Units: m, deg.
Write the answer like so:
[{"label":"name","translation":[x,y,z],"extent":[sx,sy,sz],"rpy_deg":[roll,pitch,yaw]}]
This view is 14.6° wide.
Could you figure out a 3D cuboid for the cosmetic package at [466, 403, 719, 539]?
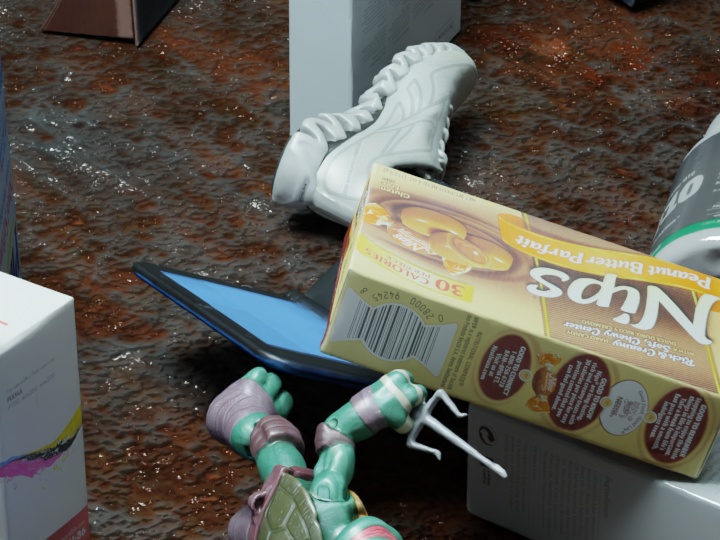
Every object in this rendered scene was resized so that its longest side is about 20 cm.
[{"label":"cosmetic package","translation":[0.162,0.108,1.447],"extent":[0.199,0.072,0.101],"rpy_deg":[21,36,33]}]

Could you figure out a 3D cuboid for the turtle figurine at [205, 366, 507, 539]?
[{"label":"turtle figurine","translation":[-0.009,0.119,1.353],"extent":[0.100,0.151,0.200],"rpy_deg":[1,11,-29]}]

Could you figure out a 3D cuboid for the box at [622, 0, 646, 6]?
[{"label":"box","translation":[0.179,-0.334,2.037],"extent":[0.200,0.197,0.117],"rpy_deg":[36,41,23]}]

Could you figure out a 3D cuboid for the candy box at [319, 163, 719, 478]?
[{"label":"candy box","translation":[0.086,0.023,1.413],"extent":[0.199,0.056,0.116],"rpy_deg":[19,31,-3]}]

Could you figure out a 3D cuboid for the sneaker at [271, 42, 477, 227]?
[{"label":"sneaker","translation":[0.025,-0.079,1.786],"extent":[0.081,0.075,0.200],"rpy_deg":[29,41,18]}]

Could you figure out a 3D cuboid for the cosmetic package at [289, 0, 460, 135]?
[{"label":"cosmetic package","translation":[0.013,-0.194,1.890],"extent":[0.051,0.152,0.200],"rpy_deg":[11,31,21]}]

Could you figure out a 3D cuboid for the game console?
[{"label":"game console","translation":[0.000,0.000,1.543],"extent":[0.171,0.118,0.200],"rpy_deg":[-45,31,-9]}]

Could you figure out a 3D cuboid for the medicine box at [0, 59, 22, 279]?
[{"label":"medicine box","translation":[-0.244,-0.013,1.527],"extent":[0.102,0.201,0.182],"rpy_deg":[-3,30,-1]}]

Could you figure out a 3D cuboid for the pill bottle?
[{"label":"pill bottle","translation":[0.228,-0.018,1.623],"extent":[0.112,0.114,0.200],"rpy_deg":[8,31,13]}]

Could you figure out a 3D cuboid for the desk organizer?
[{"label":"desk organizer","translation":[-0.164,-0.240,2.051],"extent":[0.077,0.072,0.200],"rpy_deg":[6,30,16]}]

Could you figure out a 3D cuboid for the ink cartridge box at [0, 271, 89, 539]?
[{"label":"ink cartridge box","translation":[-0.201,0.062,1.399],"extent":[0.116,0.201,0.067],"rpy_deg":[18,35,28]}]
